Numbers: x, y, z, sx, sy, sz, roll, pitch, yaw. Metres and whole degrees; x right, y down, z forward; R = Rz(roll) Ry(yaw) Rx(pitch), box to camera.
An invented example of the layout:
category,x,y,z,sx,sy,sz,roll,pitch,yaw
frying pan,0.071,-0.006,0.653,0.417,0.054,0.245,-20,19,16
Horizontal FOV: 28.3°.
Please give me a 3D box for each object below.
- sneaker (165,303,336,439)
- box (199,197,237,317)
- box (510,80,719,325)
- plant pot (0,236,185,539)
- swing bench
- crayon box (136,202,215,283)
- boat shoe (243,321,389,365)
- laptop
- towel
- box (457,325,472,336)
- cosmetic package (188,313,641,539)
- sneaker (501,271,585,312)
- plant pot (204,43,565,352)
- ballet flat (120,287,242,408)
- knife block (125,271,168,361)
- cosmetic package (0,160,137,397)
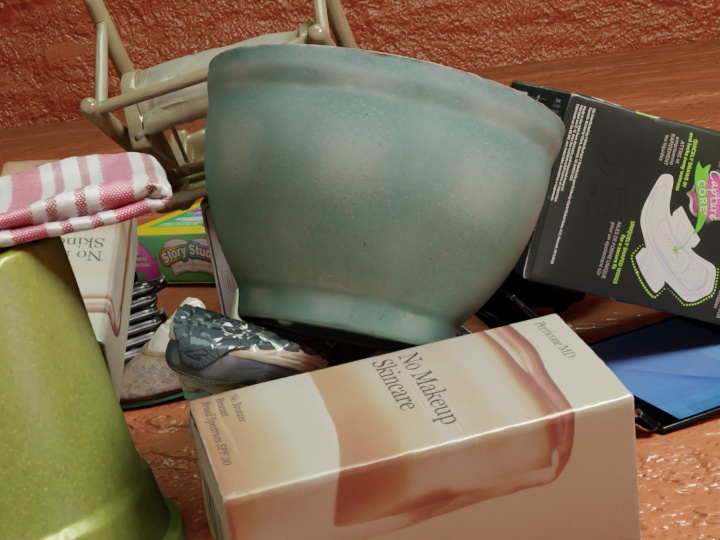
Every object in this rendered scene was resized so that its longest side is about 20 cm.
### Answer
category,x,y,z,sx,sy,sz,roll,pitch,yaw
sneaker,-0.058,0.078,0.785,0.077,0.087,0.200,17,-9,18
box,-0.030,-0.027,1.238,0.198,0.118,0.060,-8,13,3
box,0.198,-0.044,0.980,0.198,0.126,0.149,14,8,-12
plant pot,-0.209,0.078,0.774,0.198,0.186,0.200,-8,13,2
swing bench,-0.094,-0.140,1.150,0.197,0.200,0.131,-15,53,11
crayon box,-0.118,-0.036,1.472,0.198,0.059,0.172,-1,17,35
boat shoe,-0.032,0.039,0.912,0.200,0.066,0.072,-33,28,38
laptop,0.156,0.025,0.901,0.104,0.200,0.177,-51,19,-4
towel,-0.203,-0.036,0.777,0.198,0.030,0.146,-12,14,-10
box,0.000,0.000,1.080,0.038,0.136,0.200,-50,15,2
cosmetic package,0.025,0.098,0.696,0.198,0.088,0.103,-13,25,-13
sneaker,0.093,-0.029,1.127,0.198,0.077,0.112,17,61,13
plant pot,0.002,-0.027,0.778,0.198,0.136,0.200,11,-6,1
ballet flat,-0.101,0.048,1.079,0.198,0.068,0.068,-13,14,-13
knife block,-0.259,0.052,1.189,0.198,0.065,0.176,-8,12,8
cosmetic package,-0.222,0.013,1.044,0.102,0.088,0.201,-2,42,-3
